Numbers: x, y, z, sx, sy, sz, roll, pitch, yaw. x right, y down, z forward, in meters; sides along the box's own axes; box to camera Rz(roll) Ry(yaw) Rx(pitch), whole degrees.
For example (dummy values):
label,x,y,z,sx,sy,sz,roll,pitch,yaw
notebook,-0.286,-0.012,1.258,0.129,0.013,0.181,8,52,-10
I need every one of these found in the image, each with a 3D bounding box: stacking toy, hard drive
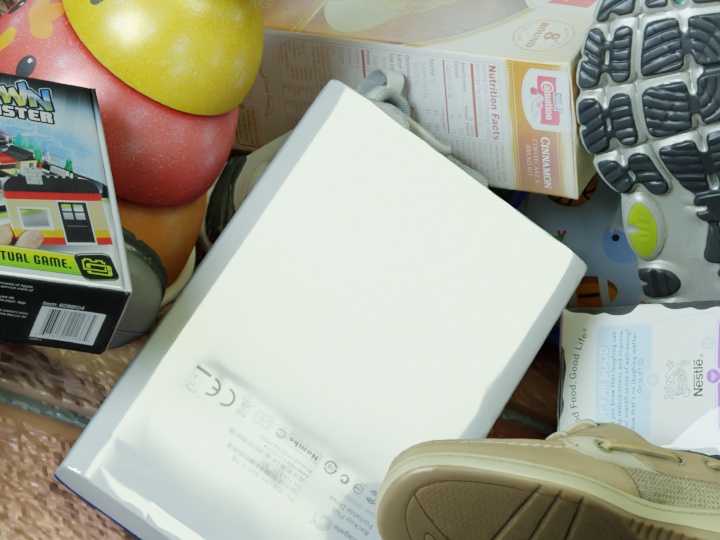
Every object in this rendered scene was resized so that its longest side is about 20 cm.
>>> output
label,x,y,z,sx,sy,sz,roll,pitch,yaw
stacking toy,-0.088,-0.091,0.981,0.146,0.200,0.146,28,30,-18
hard drive,-0.011,0.038,0.954,0.132,0.025,0.200,36,64,-6

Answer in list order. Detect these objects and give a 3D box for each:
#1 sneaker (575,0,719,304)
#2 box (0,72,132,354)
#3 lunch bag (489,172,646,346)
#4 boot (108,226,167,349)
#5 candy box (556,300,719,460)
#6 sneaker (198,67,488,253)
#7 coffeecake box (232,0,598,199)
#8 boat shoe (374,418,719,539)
label,x,y,z,sx,sy,sz,roll,pitch,yaw
sneaker,0.143,-0.058,1.082,0.077,0.200,0.080,-3,36,15
box,-0.186,-0.033,0.848,0.200,0.035,0.110,8,43,-24
lunch bag,0.146,-0.028,1.240,0.200,0.124,0.170,31,27,-19
boot,-0.162,0.029,0.880,0.200,0.070,0.132,11,41,-23
candy box,0.205,0.062,1.056,0.168,0.200,0.072,31,58,-62
sneaker,0.000,0.000,1.030,0.075,0.115,0.200,34,24,-42
coffeecake box,0.036,-0.114,1.151,0.200,0.073,0.154,9,35,24
boat shoe,0.091,0.096,0.951,0.200,0.071,0.065,16,35,-26
